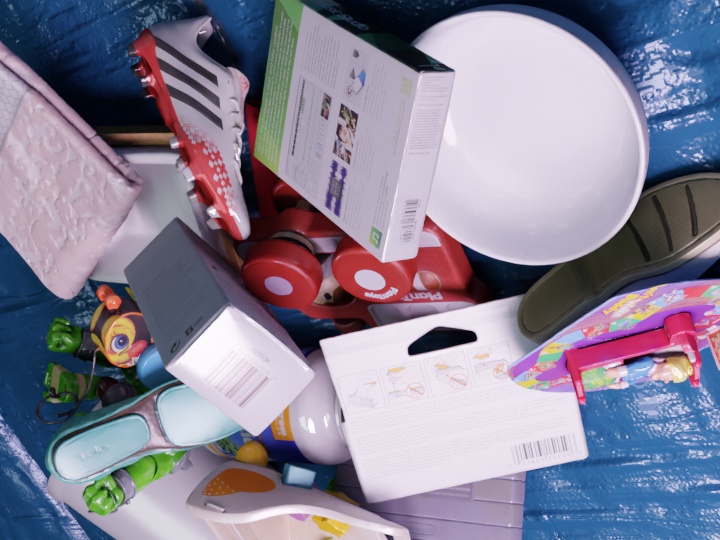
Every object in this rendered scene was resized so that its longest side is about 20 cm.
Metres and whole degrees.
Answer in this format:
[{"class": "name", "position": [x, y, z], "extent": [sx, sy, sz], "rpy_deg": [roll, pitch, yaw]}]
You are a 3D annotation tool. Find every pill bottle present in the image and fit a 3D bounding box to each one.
[{"class": "pill bottle", "position": [-0.058, 0.130, 1.073], "extent": [0.200, 0.112, 0.112], "rpy_deg": [-3, 119, 37]}]

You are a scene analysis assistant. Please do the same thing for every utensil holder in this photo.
[{"class": "utensil holder", "position": [-0.210, 0.233, 1.214], "extent": [0.200, 0.170, 0.170], "rpy_deg": [35, 135, 6]}]

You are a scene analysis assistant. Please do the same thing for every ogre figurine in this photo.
[{"class": "ogre figurine", "position": [-0.234, 0.139, 1.089], "extent": [0.200, 0.120, 0.098], "rpy_deg": [51, 127, 42]}]

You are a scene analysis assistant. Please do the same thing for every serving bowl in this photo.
[{"class": "serving bowl", "position": [0.119, -0.105, 0.812], "extent": [0.200, 0.066, 0.201], "rpy_deg": [18, 129, 23]}]

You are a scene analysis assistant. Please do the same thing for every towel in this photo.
[{"class": "towel", "position": [-0.303, -0.086, 1.026], "extent": [0.191, 0.032, 0.200], "rpy_deg": [45, 137, 0]}]

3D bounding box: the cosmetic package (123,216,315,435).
[{"class": "cosmetic package", "position": [-0.119, 0.039, 0.897], "extent": [0.102, 0.074, 0.200], "rpy_deg": [43, -177, -31]}]

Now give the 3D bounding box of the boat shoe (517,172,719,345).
[{"class": "boat shoe", "position": [0.212, 0.000, 0.828], "extent": [0.068, 0.075, 0.200], "rpy_deg": [29, 131, -32]}]

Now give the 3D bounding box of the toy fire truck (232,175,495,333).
[{"class": "toy fire truck", "position": [0.000, 0.000, 0.941], "extent": [0.199, 0.112, 0.168], "rpy_deg": [-4, 138, 25]}]

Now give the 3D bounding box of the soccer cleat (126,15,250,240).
[{"class": "soccer cleat", "position": [-0.122, -0.122, 0.916], "extent": [0.200, 0.085, 0.069], "rpy_deg": [64, 168, 13]}]

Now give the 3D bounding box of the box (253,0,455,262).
[{"class": "box", "position": [-0.012, -0.115, 0.834], "extent": [0.200, 0.036, 0.145], "rpy_deg": [40, 128, 44]}]

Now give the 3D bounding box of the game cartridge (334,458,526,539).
[{"class": "game cartridge", "position": [0.063, 0.210, 1.053], "extent": [0.200, 0.130, 0.038], "rpy_deg": [-1, 163, 35]}]

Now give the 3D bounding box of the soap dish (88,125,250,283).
[{"class": "soap dish", "position": [-0.196, -0.065, 1.046], "extent": [0.199, 0.081, 0.158], "rpy_deg": [4, 123, 33]}]

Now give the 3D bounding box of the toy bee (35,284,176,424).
[{"class": "toy bee", "position": [-0.200, 0.059, 1.024], "extent": [0.131, 0.200, 0.109], "rpy_deg": [19, 128, 28]}]

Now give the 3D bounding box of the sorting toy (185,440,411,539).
[{"class": "sorting toy", "position": [-0.029, 0.245, 1.005], "extent": [0.180, 0.107, 0.200], "rpy_deg": [7, 140, 28]}]

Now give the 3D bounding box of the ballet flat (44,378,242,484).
[{"class": "ballet flat", "position": [-0.191, 0.136, 1.012], "extent": [0.070, 0.200, 0.068], "rpy_deg": [15, 120, 66]}]

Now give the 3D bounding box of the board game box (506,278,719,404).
[{"class": "board game box", "position": [0.208, 0.069, 0.822], "extent": [0.200, 0.158, 0.039], "rpy_deg": [-43, 50, 46]}]

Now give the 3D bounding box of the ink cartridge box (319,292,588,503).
[{"class": "ink cartridge box", "position": [0.080, 0.102, 0.942], "extent": [0.199, 0.044, 0.174], "rpy_deg": [-13, 115, 6]}]

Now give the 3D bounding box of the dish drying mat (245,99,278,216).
[{"class": "dish drying mat", "position": [-0.059, -0.057, 1.004], "extent": [0.077, 0.018, 0.200], "rpy_deg": [12, 128, 26]}]

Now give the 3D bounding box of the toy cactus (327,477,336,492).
[{"class": "toy cactus", "position": [0.005, 0.312, 1.188], "extent": [0.200, 0.102, 0.165], "rpy_deg": [48, 145, -17]}]
